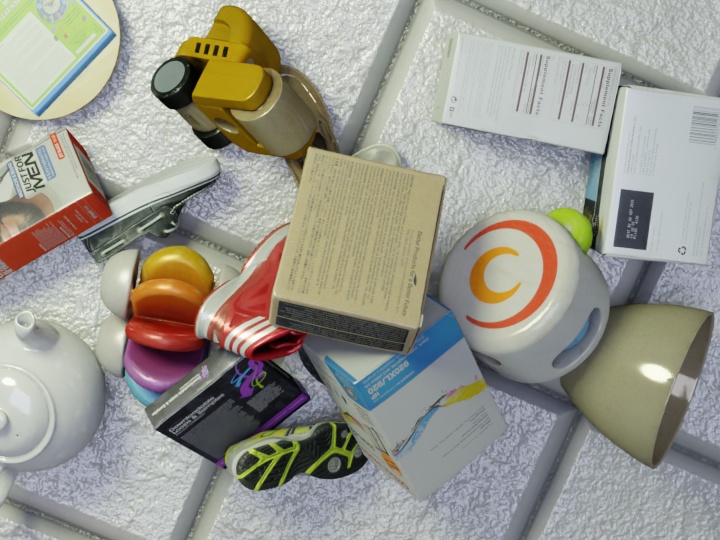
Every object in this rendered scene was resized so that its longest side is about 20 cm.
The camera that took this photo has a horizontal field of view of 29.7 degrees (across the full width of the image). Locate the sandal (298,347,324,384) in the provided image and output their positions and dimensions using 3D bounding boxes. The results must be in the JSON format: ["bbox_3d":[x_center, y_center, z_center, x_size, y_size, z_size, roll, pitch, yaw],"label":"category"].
[{"bbox_3d":[-0.014,0.124,1.704,0.075,0.045,0.200,-37,112,6],"label":"sandal"}]

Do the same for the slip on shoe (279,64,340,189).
[{"bbox_3d":[-0.068,-0.161,1.627,0.075,0.061,0.202,-16,77,-5],"label":"slip on shoe"}]

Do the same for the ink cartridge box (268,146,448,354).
[{"bbox_3d":[-0.002,-0.023,1.502,0.163,0.075,0.201,14,59,-1],"label":"ink cartridge box"}]

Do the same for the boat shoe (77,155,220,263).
[{"bbox_3d":[-0.251,-0.074,1.656,0.199,0.072,0.071,-25,106,11],"label":"boat shoe"}]

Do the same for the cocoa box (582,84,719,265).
[{"bbox_3d":[0.352,-0.116,1.643,0.132,0.131,0.202,6,97,-5],"label":"cocoa box"}]

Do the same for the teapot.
[{"bbox_3d":[-0.407,0.162,1.618,0.196,0.146,0.201,-26,98,14],"label":"teapot"}]

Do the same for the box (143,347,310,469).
[{"bbox_3d":[-0.155,0.160,1.628,0.143,0.200,0.036,-39,63,2],"label":"box"}]

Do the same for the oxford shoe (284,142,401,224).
[{"bbox_3d":[-0.027,-0.077,1.667,0.200,0.058,0.075,-41,96,1],"label":"oxford shoe"}]

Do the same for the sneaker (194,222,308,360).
[{"bbox_3d":[-0.089,0.034,1.555,0.115,0.079,0.200,30,56,18],"label":"sneaker"}]

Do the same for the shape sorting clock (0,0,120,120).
[{"bbox_3d":[-0.386,-0.282,1.631,0.198,0.039,0.202,0,98,-1],"label":"shape sorting clock"}]

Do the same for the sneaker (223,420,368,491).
[{"bbox_3d":[-0.076,0.218,1.679,0.199,0.076,0.076,-1,102,-33],"label":"sneaker"}]

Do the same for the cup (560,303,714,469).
[{"bbox_3d":[0.328,0.122,1.659,0.142,0.200,0.202,21,96,22],"label":"cup"}]

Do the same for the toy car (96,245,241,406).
[{"bbox_3d":[-0.227,0.079,1.613,0.173,0.150,0.201,8,123,-5],"label":"toy car"}]

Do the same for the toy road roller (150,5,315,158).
[{"bbox_3d":[-0.133,-0.225,1.584,0.199,0.123,0.147,15,72,36],"label":"toy road roller"}]

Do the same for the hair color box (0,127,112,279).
[{"bbox_3d":[-0.409,-0.070,1.619,0.199,0.064,0.111,-30,60,2],"label":"hair color box"}]

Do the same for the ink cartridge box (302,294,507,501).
[{"bbox_3d":[0.052,0.135,1.603,0.144,0.147,0.201,-37,123,-14],"label":"ink cartridge box"}]

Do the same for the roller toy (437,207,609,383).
[{"bbox_3d":[0.195,0.035,1.618,0.199,0.140,0.184,-13,59,28],"label":"roller toy"}]

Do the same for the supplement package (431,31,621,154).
[{"bbox_3d":[0.197,-0.213,1.632,0.198,0.114,0.111,10,97,-5],"label":"supplement package"}]
